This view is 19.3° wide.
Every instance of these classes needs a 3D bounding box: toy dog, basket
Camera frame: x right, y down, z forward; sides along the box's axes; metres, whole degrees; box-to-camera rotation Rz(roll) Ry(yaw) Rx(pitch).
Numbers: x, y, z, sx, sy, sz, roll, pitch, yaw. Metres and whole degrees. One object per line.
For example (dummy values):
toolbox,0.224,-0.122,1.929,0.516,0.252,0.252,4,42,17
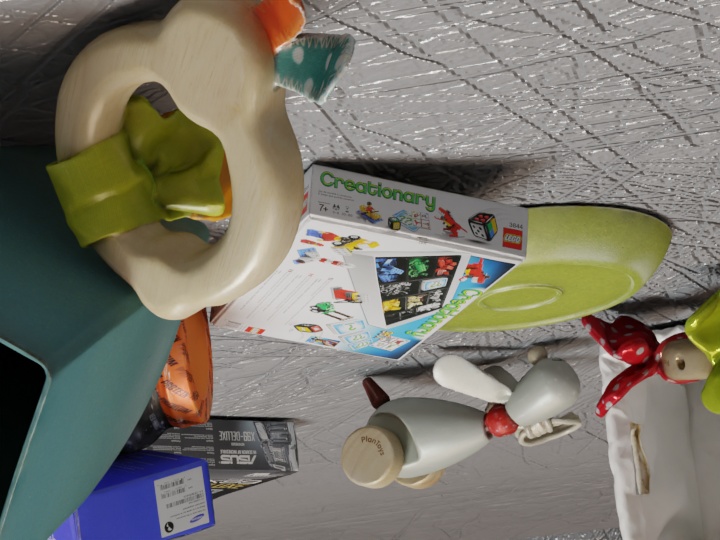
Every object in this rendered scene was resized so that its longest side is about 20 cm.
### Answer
toy dog,0.074,0.105,1.701,0.200,0.096,0.132,-21,163,3
basket,0.312,0.140,1.660,0.200,0.198,0.161,-12,169,23

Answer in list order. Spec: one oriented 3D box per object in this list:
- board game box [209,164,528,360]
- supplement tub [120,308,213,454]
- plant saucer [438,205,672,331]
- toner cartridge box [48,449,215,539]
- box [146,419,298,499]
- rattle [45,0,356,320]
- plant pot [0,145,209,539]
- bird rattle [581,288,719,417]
board game box,0.000,0.000,1.221,0.126,0.035,0.200,11,158,-17
supplement tub,-0.194,0.054,1.255,0.200,0.123,0.123,-7,167,5
plant saucer,0.099,0.005,1.340,0.200,0.031,0.200,-5,164,-1
toner cartridge box,-0.184,0.134,1.270,0.095,0.043,0.200,-11,-172,-39
box,-0.180,0.170,1.906,0.200,0.050,0.158,5,163,-36
rattle,-0.034,-0.076,0.901,0.143,0.130,0.200,-7,145,-42
plant pot,-0.166,0.028,0.988,0.141,0.141,0.200,29,-150,12
bird rattle,0.265,0.065,1.522,0.163,0.113,0.200,-5,170,-28
